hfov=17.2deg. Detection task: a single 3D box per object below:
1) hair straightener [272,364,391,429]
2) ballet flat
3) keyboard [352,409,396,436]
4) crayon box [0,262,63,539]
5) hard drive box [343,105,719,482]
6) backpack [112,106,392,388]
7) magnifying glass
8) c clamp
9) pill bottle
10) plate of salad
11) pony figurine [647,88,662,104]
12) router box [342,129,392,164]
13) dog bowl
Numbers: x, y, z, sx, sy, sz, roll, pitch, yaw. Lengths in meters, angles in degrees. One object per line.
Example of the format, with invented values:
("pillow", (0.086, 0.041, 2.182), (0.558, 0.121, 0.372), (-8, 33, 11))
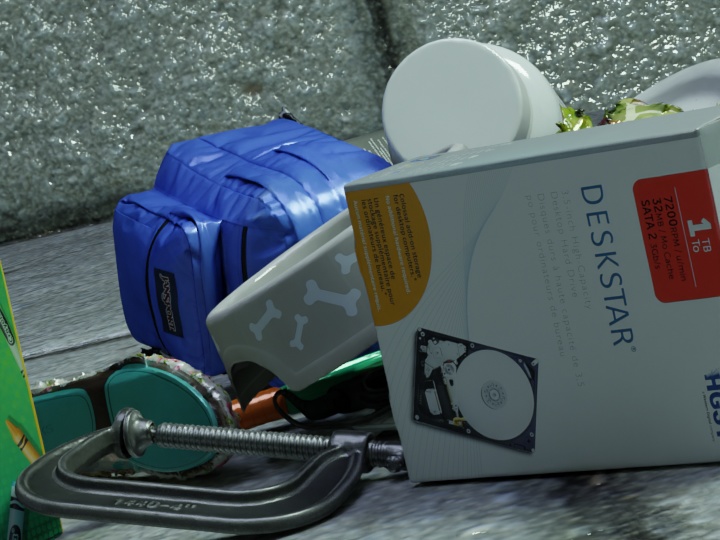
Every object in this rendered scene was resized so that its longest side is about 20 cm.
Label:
("hair straightener", (0.047, 0.047, 1.337), (0.200, 0.041, 0.077), (-17, 5, -8))
("ballet flat", (-0.127, 0.083, 1.364), (0.200, 0.076, 0.064), (-3, 4, 44))
("keyboard", (0.056, 0.067, 1.399), (0.056, 0.011, 0.200), (-10, 8, 22))
("crayon box", (-0.237, 0.055, 1.241), (0.119, 0.200, 0.058), (-8, 7, 34))
("hard drive box", (0.106, 0.013, 1.139), (0.200, 0.156, 0.077), (-9, 8, 36))
("backpack", (-0.054, 0.004, 1.530), (0.168, 0.163, 0.200), (-22, 23, -28))
("magnifying glass", (-0.025, 0.073, 1.421), (0.200, 0.022, 0.080), (-15, 5, -5))
("c clamp", (-0.068, 0.099, 1.217), (0.200, 0.027, 0.171), (2, 20, 15))
("pill bottle", (0.078, -0.086, 1.549), (0.114, 0.115, 0.200), (-11, -10, 12))
("plate of salad", (0.136, -0.056, 1.340), (0.200, 0.048, 0.200), (-39, 16, 14))
("pony figurine", (0.296, -0.074, 1.449), (0.193, 0.200, 0.167), (-30, -23, -52))
("router box", (-0.005, -0.029, 1.733), (0.149, 0.051, 0.200), (-18, -24, -38))
("dog bowl", (0.000, 0.000, 1.326), (0.200, 0.059, 0.200), (-35, 5, 3))
